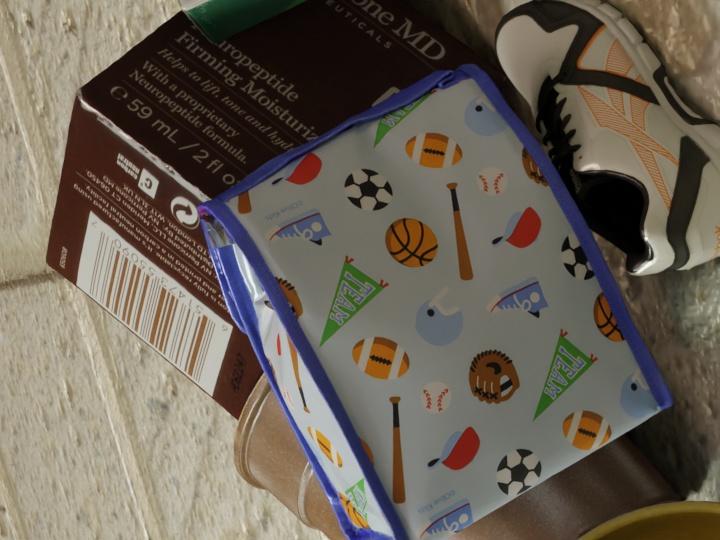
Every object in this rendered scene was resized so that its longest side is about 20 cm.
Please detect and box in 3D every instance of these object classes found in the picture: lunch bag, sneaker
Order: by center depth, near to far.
[{"bbox_3d":[0.031,0.017,1.125,0.201,0.170,0.124,62,163,-7],"label":"lunch bag"},{"bbox_3d":[0.123,-0.073,1.144,0.200,0.080,0.074,49,147,37],"label":"sneaker"}]

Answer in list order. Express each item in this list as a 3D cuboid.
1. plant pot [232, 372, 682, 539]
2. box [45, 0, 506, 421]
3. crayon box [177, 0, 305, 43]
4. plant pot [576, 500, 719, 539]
[{"bbox_3d":[0.065,0.117,1.264,0.198,0.200,0.201,46,144,26],"label":"plant pot"},{"bbox_3d":[-0.052,-0.057,1.291,0.166,0.200,0.164,37,144,13],"label":"box"},{"bbox_3d":[-0.019,-0.224,1.218,0.052,0.199,0.126,46,-159,-65],"label":"crayon box"},{"bbox_3d":[0.176,0.237,1.161,0.200,0.200,0.142,56,173,25],"label":"plant pot"}]
